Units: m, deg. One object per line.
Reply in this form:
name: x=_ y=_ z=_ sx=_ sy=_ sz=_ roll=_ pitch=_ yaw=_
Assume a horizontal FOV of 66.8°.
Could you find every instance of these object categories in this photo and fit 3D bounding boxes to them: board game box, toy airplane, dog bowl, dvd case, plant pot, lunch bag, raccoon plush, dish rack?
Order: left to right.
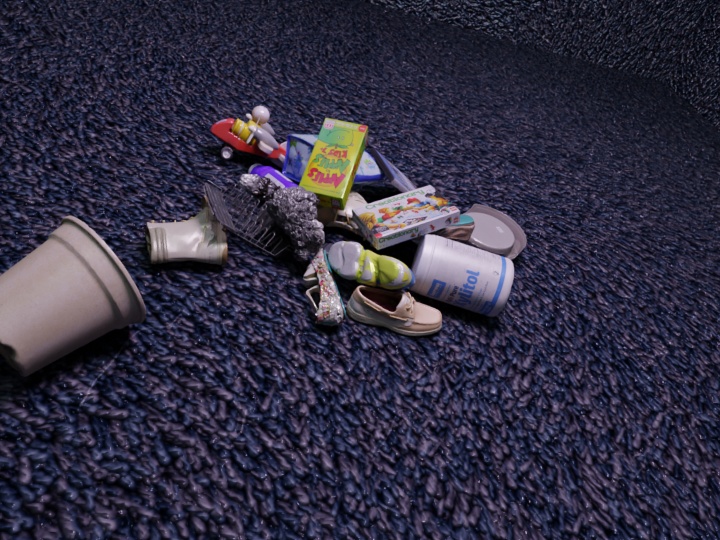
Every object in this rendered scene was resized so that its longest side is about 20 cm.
plant pot: x=-0.465 y=0.051 z=0.825 sx=0.200 sy=0.201 sz=0.183 roll=35 pitch=53 yaw=19
dish rack: x=-0.230 y=-0.112 z=1.123 sx=0.200 sy=0.054 sz=0.154 roll=33 pitch=21 yaw=-49
toy airplane: x=-0.248 y=-0.338 z=1.376 sx=0.199 sy=0.142 sz=0.199 roll=26 pitch=23 yaw=26
raccoon plush: x=-0.158 y=-0.099 z=1.100 sx=0.198 sy=0.097 sz=0.135 roll=12 pitch=44 yaw=-24
board game box: x=-0.057 y=-0.237 z=1.203 sx=0.101 sy=0.048 sz=0.202 roll=13 pitch=65 yaw=8
lunch bag: x=-0.063 y=-0.254 z=1.338 sx=0.199 sy=0.129 sz=0.169 roll=25 pitch=25 yaw=33
dvd case: x=0.111 y=-0.221 z=1.397 sx=0.199 sy=0.018 sz=0.143 roll=32 pitch=23 yaw=-44
board game box: x=0.096 y=-0.117 z=1.171 sx=0.198 sy=0.035 sz=0.126 roll=-19 pitch=40 yaw=-17
dog bowl: x=0.313 y=-0.086 z=1.375 sx=0.198 sy=0.059 sz=0.201 roll=11 pitch=40 yaw=-10

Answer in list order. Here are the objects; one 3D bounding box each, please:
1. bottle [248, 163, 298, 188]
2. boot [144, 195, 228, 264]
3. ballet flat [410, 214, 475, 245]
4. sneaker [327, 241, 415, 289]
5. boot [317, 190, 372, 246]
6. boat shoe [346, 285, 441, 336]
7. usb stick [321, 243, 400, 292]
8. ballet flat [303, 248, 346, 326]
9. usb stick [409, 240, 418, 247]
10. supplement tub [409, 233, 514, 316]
bottle: x=-0.197 y=-0.193 z=1.273 sx=0.065 sy=0.084 sz=0.200 roll=-44 pitch=49 yaw=-8
boot: x=-0.354 y=-0.087 z=1.104 sx=0.153 sy=0.072 sz=0.201 roll=-3 pitch=44 yaw=-20
ballet flat: x=0.163 y=-0.084 z=1.232 sx=0.198 sy=0.068 sz=0.068 roll=-1 pitch=35 yaw=-10
sneaker: x=0.026 y=0.000 z=1.118 sx=0.199 sy=0.076 sz=0.105 roll=23 pitch=-1 yaw=37
boot: x=-0.021 y=-0.112 z=1.247 sx=0.154 sy=0.072 sz=0.199 roll=39 pitch=36 yaw=23
boat shoe: x=0.074 y=0.076 z=1.083 sx=0.198 sy=0.070 sz=0.074 roll=10 pitch=40 yaw=-10
usb stick: x=0.000 y=0.000 z=1.171 sx=0.199 sy=0.033 sz=0.055 roll=29 pitch=41 yaw=13
ballet flat: x=-0.080 y=0.029 z=1.080 sx=0.063 sy=0.076 sz=0.201 roll=-11 pitch=42 yaw=-10
usb stick: x=0.154 y=-0.067 z=1.298 sx=0.055 sy=0.033 sz=0.200 roll=-23 pitch=54 yaw=-42
supplement tub: x=0.212 y=0.010 z=1.167 sx=0.198 sy=0.133 sz=0.132 roll=16 pitch=39 yaw=-1
